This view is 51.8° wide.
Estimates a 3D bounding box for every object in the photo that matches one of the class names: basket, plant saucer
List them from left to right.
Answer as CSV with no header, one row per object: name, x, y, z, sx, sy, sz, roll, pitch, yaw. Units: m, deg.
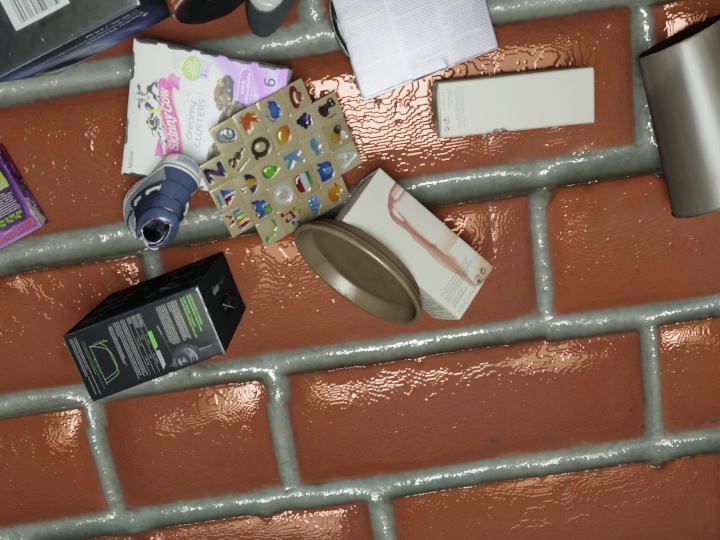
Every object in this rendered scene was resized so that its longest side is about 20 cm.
plant saucer,0.000,0.000,0.962,0.199,0.200,0.030,40,70,-9
basket,0.436,-0.198,0.925,0.177,0.136,0.204,-28,100,4

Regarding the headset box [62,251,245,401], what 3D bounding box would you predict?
headset box,-0.255,0.065,0.974,0.195,0.175,0.095,-20,104,4

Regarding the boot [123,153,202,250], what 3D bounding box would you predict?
boot,-0.265,-0.064,0.928,0.072,0.092,0.199,27,148,-20

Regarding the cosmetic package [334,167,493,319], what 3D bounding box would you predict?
cosmetic package,0.064,-0.031,0.975,0.199,0.103,0.088,39,80,-11

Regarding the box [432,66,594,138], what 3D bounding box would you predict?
box,0.191,-0.215,0.945,0.194,0.082,0.070,-5,105,3

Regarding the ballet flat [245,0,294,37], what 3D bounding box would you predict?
ballet flat,-0.097,-0.372,0.885,0.072,0.074,0.202,31,119,-8

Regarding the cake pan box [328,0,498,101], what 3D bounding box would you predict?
cake pan box,0.056,-0.334,0.929,0.195,0.052,0.188,-20,102,5

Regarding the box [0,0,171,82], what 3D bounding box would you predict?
box,-0.335,-0.316,0.857,0.196,0.199,0.126,-23,107,7

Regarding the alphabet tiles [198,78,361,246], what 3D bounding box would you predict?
alphabet tiles,-0.098,-0.134,0.938,0.197,0.006,0.169,-30,116,-10

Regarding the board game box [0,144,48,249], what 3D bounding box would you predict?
board game box,-0.542,-0.072,1.013,0.196,0.032,0.122,-25,100,8

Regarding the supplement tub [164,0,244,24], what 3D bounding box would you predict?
supplement tub,-0.210,-0.406,0.870,0.105,0.107,0.205,-23,90,7

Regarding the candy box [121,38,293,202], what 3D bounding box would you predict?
candy box,-0.197,-0.193,0.955,0.194,0.072,0.173,10,105,-4
